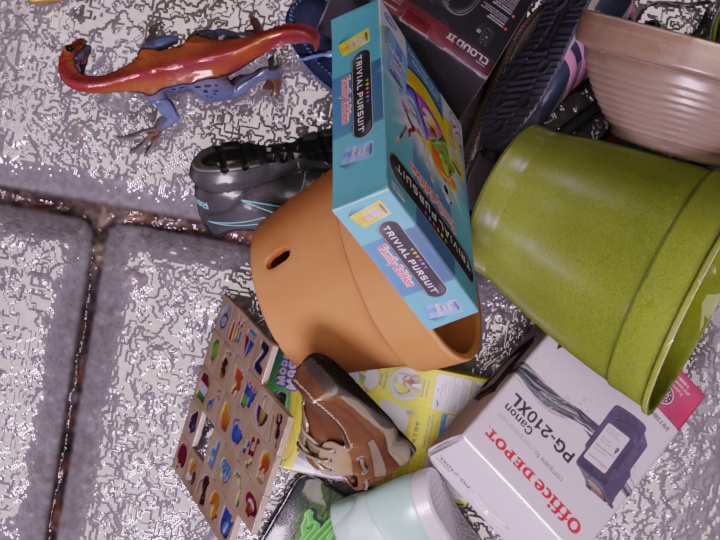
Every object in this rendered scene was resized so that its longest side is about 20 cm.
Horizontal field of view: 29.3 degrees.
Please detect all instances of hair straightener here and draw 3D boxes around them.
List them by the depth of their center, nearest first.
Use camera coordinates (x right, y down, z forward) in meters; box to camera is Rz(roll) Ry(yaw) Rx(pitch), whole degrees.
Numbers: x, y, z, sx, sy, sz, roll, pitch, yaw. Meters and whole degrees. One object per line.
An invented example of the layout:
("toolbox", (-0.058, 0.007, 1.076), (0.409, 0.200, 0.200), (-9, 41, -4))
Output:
("hair straightener", (0.238, -0.179, 1.237), (0.077, 0.041, 0.200), (45, 90, -2))

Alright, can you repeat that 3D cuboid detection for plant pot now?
("plant pot", (0.262, -0.141, 1.103), (0.198, 0.201, 0.094), (14, 102, -1))
("plant pot", (0.193, -0.021, 1.105), (0.191, 0.200, 0.202), (29, 90, 18))
("plant pot", (0.000, 0.000, 1.151), (0.138, 0.200, 0.203), (-20, 91, 21))

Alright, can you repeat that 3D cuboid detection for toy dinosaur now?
("toy dinosaur", (-0.162, -0.187, 1.182), (0.179, 0.200, 0.106), (-7, 74, -32))

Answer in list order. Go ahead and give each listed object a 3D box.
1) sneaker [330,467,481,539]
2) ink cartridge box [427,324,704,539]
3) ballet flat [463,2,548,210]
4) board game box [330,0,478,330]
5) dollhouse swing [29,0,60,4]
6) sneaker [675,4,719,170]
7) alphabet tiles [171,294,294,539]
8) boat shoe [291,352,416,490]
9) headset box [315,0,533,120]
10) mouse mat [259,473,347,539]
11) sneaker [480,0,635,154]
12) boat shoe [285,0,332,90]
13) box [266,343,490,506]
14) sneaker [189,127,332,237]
("sneaker", (0.046, 0.263, 1.222), (0.117, 0.074, 0.202), (-16, 119, 21))
("ink cartridge box", (0.177, 0.133, 1.184), (0.145, 0.084, 0.200), (46, 65, -2))
("ballet flat", (0.131, -0.148, 1.235), (0.067, 0.046, 0.202), (24, 88, -34))
("board game box", (0.033, -0.081, 1.042), (0.046, 0.151, 0.202), (-20, 46, 20))
("dollhouse swing", (-0.249, -0.340, 1.160), (0.197, 0.176, 0.185), (-8, 91, -2))
("sneaker", (0.341, -0.170, 1.219), (0.073, 0.081, 0.203), (15, 91, -2))
("alphabet tiles", (-0.106, 0.130, 1.154), (0.007, 0.200, 0.169), (13, 102, -27))
("boat shoe", (-0.013, 0.135, 1.118), (0.074, 0.200, 0.076), (-44, 59, -4))
("headset box", (0.067, -0.237, 1.172), (0.148, 0.077, 0.201), (32, 60, -2))
("mouse mat", (-0.036, 0.305, 1.248), (0.160, 0.008, 0.202), (31, 91, -7))
("sneaker", (0.180, -0.171, 1.190), (0.082, 0.070, 0.201), (40, 77, -34))
("boat shoe", (0.016, -0.179, 1.209), (0.199, 0.069, 0.084), (38, 82, 8))
("box", (0.010, 0.134, 1.236), (0.197, 0.048, 0.119), (12, 91, -4))
("sneaker", (-0.053, -0.077, 1.230), (0.197, 0.076, 0.080), (-6, 120, -7))
